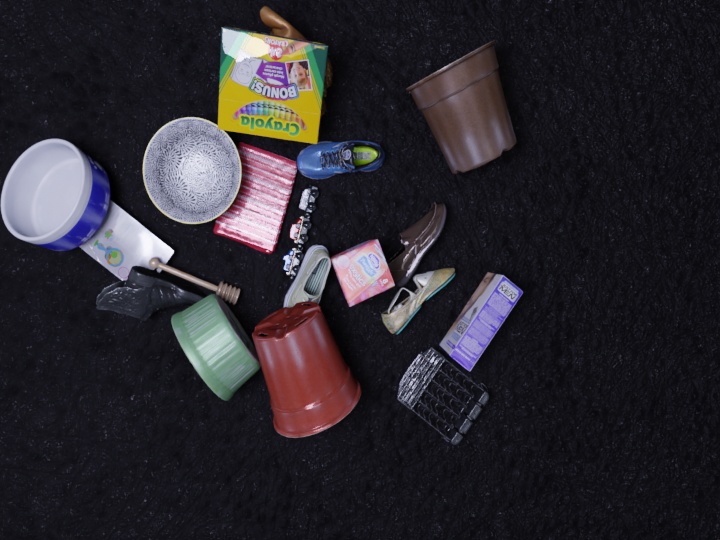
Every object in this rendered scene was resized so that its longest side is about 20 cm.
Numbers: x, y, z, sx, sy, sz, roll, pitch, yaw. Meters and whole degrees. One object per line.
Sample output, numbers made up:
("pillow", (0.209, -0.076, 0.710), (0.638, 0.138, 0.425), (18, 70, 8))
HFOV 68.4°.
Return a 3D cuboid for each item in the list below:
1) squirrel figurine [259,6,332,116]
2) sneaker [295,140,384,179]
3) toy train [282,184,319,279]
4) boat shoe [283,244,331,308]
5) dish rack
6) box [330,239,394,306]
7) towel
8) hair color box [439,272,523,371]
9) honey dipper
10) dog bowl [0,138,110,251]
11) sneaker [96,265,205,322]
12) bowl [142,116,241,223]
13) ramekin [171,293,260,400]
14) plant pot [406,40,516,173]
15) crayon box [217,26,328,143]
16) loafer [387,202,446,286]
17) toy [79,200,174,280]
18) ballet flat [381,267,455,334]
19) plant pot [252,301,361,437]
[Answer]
("squirrel figurine", (-0.157, -0.378, 1.076), (0.197, 0.142, 0.190), (33, 97, -4))
("sneaker", (-0.041, -0.242, 1.115), (0.191, 0.089, 0.082), (-9, 94, -4))
("toy train", (-0.132, -0.084, 1.146), (0.044, 0.034, 0.208), (14, 93, -3))
("boat shoe", (-0.115, 0.047, 1.126), (0.069, 0.062, 0.207), (13, 105, -21))
("dish rack", (0.182, 0.278, 1.190), (0.198, 0.055, 0.156), (37, 89, -4))
("box", (0.000, 0.000, 1.080), (0.099, 0.200, 0.098), (-23, 94, -4))
("towel", (-0.225, -0.154, 1.140), (0.139, 0.022, 0.208), (17, 91, -4))
("hair color box", (0.259, 0.107, 1.155), (0.064, 0.109, 0.203), (36, 90, -5))
("honey dipper", (-0.350, 0.020, 1.117), (0.194, 0.038, 0.039), (23, 92, -16))
("dog bowl", (-0.597, -0.147, 1.042), (0.192, 0.079, 0.209), (-4, 76, 14))
("sneaker", (-0.430, 0.061, 1.096), (0.196, 0.060, 0.107), (25, 98, -35))
("bowl", (-0.335, -0.201, 1.091), (0.192, 0.094, 0.210), (0, 95, -5))
("ramekin", (-0.285, 0.148, 1.073), (0.096, 0.200, 0.204), (-34, 96, -9))
("plant pot", (0.219, -0.324, 1.087), (0.195, 0.200, 0.204), (-27, 103, -2))
("crayon box", (-0.166, -0.347, 1.002), (0.191, 0.059, 0.179), (6, 113, -8))
("loafer", (0.118, -0.066, 1.148), (0.070, 0.073, 0.204), (32, 91, -7))
("toy", (-0.499, -0.059, 1.111), (0.198, 0.047, 0.116), (39, 91, -12))
("ballet flat", (0.123, 0.051, 1.162), (0.071, 0.071, 0.200), (45, 92, -6))
("plant pot", (-0.117, 0.185, 1.065), (0.194, 0.201, 0.202), (-20, 108, -3))
